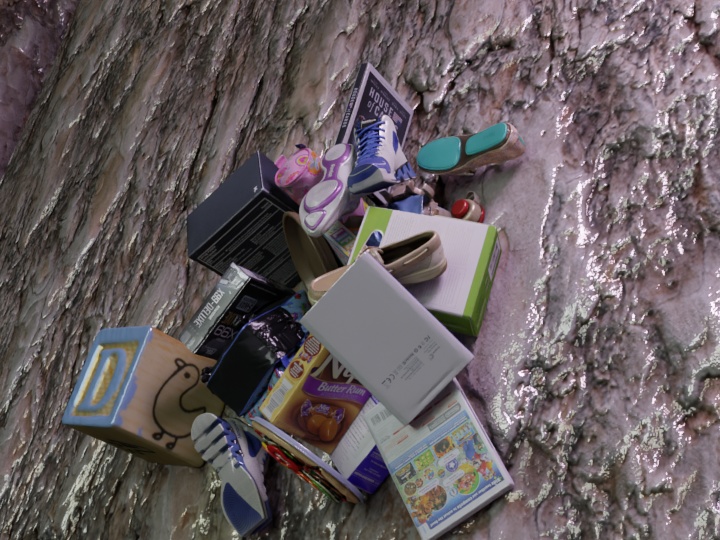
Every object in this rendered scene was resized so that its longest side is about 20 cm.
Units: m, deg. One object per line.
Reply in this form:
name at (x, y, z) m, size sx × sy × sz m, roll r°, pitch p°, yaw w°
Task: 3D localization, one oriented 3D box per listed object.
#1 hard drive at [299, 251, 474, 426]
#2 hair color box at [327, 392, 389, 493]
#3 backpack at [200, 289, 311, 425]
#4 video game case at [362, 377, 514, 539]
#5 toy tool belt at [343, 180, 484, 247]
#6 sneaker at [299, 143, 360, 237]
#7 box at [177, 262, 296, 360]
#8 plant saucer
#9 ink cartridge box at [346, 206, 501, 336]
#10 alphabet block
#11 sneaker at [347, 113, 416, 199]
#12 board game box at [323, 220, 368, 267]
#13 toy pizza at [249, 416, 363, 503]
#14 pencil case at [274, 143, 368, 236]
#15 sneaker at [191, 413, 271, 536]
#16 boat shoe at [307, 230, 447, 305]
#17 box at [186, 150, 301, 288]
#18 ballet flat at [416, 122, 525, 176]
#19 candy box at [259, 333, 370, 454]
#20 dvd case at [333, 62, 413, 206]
hard drive at (0.034, 0.091, 1.333) m, size 0.132 × 0.200 × 0.025 m, roll -46°, pitch -5°, yaw 10°
hair color box at (0.037, 0.208, 1.442) m, size 0.200 × 0.065 × 0.109 m, roll -53°, pitch 35°, yaw 7°
backpack at (-0.136, 0.132, 1.631) m, size 0.200 × 0.135 × 0.183 m, roll -36°, pitch -15°, yaw -52°
video game case at (0.099, 0.237, 1.326) m, size 0.143 × 0.018 × 0.200 m, roll -38°, pitch 57°, yaw 15°
toy tool belt at (0.080, -0.080, 1.564) m, size 0.200 × 0.123 × 0.125 m, roll -24°, pitch 47°, yaw 37°
sneaker at (-0.033, -0.112, 1.572) m, size 0.075 × 0.100 × 0.200 m, roll -7°, pitch 40°, yaw 27°
box at (-0.198, 0.082, 1.700) m, size 0.050 × 0.200 × 0.158 m, roll 39°, pitch 94°, yaw 28°
plant saucer at (-0.074, -0.010, 1.659) m, size 0.029 × 0.200 × 0.200 m, roll -25°, pitch 33°, yaw -14°
ink cartridge box at (0.090, -0.003, 1.455) m, size 0.199 × 0.076 × 0.148 m, roll 11°, pitch 68°, yaw 19°
alphabet block at (-0.381, 0.228, 1.801) m, size 0.196 × 0.200 × 0.196 m, roll -4°, pitch 60°, yaw 48°
sneaker at (0.018, -0.181, 1.558) m, size 0.080 × 0.115 × 0.199 m, roll -20°, pitch 3°, yaw 21°
board game box at (0.000, 0.000, 1.586) m, size 0.034 × 0.135 × 0.200 m, roll -34°, pitch 35°, yaw -9°
toy pizza at (-0.082, 0.276, 1.410) m, size 0.032 × 0.200 × 0.200 m, roll -53°, pitch 34°, yaw -15°
pencil case at (-0.058, -0.124, 1.695) m, size 0.087 × 0.200 × 0.088 m, roll -29°, pitch 39°, yaw 27°
sneaker at (-0.178, 0.312, 1.592) m, size 0.081 × 0.115 × 0.200 m, roll -38°, pitch 69°, yaw 27°
boat shoe at (0.018, -0.005, 1.380) m, size 0.199 × 0.065 × 0.072 m, roll -16°, pitch 35°, yaw 2°
box at (-0.175, -0.074, 1.794) m, size 0.200 × 0.198 × 0.123 m, roll -39°, pitch 39°, yaw 22°
ballet flat at (0.177, -0.180, 1.578) m, size 0.200 × 0.067 × 0.068 m, roll -7°, pitch 64°, yaw 48°
candy box at (-0.039, 0.149, 1.425) m, size 0.200 × 0.117 × 0.056 m, roll -57°, pitch 34°, yaw -1°
dvd case at (0.022, -0.235, 1.731) m, size 0.025 × 0.150 × 0.200 m, roll -1°, pitch 62°, yaw 38°
